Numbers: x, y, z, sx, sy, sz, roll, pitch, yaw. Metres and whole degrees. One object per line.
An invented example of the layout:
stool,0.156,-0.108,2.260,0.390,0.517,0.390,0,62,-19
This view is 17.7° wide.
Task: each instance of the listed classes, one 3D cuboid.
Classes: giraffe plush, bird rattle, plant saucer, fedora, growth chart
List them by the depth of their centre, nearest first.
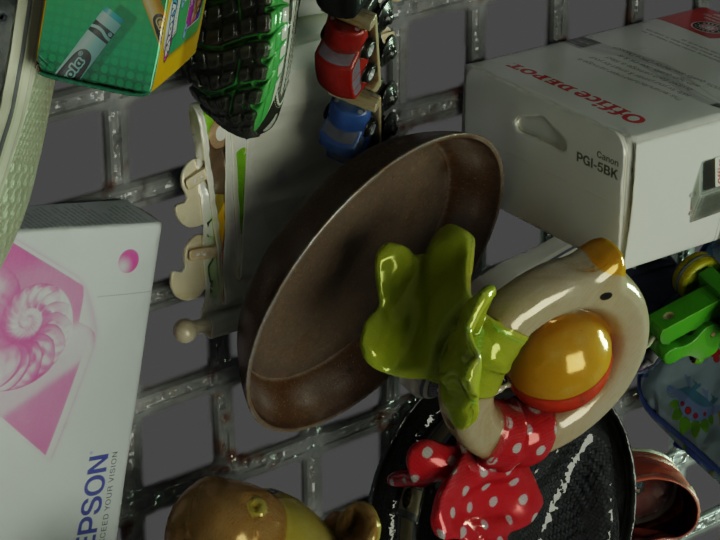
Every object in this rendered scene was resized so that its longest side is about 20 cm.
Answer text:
giraffe plush,-0.067,0.184,1.252,0.162,0.172,0.200,-65,156,-24
bird rattle,0.090,0.065,1.266,0.163,0.113,0.200,-29,129,-10
growth chart,-0.042,-0.060,1.269,0.144,0.018,0.201,-8,114,-38
plant saucer,0.000,0.000,1.280,0.200,0.034,0.200,-38,152,-24
fedora,0.101,0.152,1.394,0.200,0.092,0.201,-1,92,-22

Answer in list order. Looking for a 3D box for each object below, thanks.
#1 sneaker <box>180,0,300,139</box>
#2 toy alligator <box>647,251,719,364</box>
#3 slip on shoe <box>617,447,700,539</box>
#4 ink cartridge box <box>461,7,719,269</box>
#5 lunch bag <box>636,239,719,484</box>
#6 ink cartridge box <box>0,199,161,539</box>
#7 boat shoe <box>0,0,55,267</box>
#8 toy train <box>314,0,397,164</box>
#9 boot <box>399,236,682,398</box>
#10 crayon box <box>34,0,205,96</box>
sneaker,-0.037,-0.164,1.178,0.085,0.078,0.201,2,103,-44
toy alligator,0.208,0.028,1.369,0.200,0.059,0.054,-32,138,-11
slip on shoe,0.137,0.150,1.488,0.200,0.061,0.074,2,111,-34
ink cartridge box,0.177,-0.082,1.359,0.200,0.147,0.083,-16,121,-34
lunch bag,0.276,0.073,1.474,0.082,0.200,0.161,8,115,-41
ink cartridge box,-0.202,0.067,1.173,0.200,0.043,0.197,-6,114,-41
boat shoe,-0.183,-0.074,1.091,0.075,0.062,0.201,23,78,-88
toy train,-0.003,-0.113,1.194,0.046,0.034,0.200,-58,161,-28
boot,0.121,0.036,1.386,0.200,0.090,0.073,-33,152,-29
crayon box,-0.097,-0.192,1.086,0.119,0.058,0.201,-66,168,-74
